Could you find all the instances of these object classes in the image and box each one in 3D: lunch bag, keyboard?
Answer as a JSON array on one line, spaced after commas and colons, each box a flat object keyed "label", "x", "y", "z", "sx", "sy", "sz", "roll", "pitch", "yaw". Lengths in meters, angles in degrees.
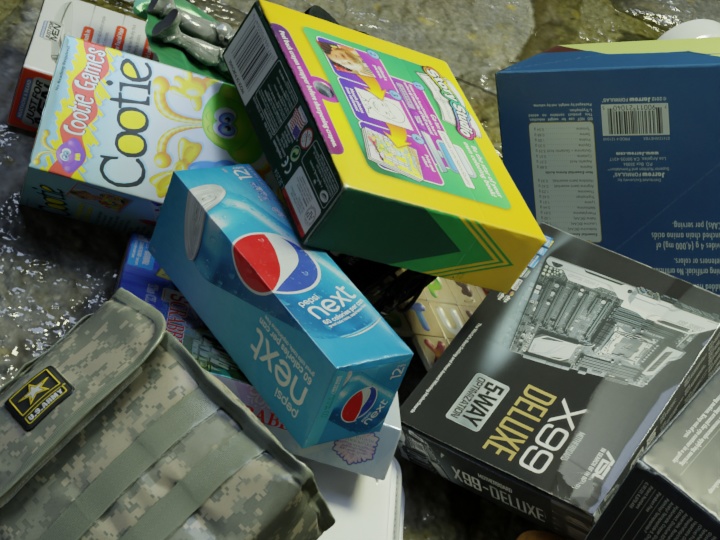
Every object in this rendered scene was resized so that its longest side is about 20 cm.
[{"label": "lunch bag", "x": -0.140, "y": 0.120, "z": 1.085, "sx": 0.164, "sy": 0.118, "sz": 0.200, "roll": -43, "pitch": 67, "yaw": -11}, {"label": "keyboard", "x": 0.000, "y": 0.000, "z": 1.307, "sx": 0.104, "sy": 0.040, "sz": 0.200, "roll": 33, "pitch": 48, "yaw": 24}]

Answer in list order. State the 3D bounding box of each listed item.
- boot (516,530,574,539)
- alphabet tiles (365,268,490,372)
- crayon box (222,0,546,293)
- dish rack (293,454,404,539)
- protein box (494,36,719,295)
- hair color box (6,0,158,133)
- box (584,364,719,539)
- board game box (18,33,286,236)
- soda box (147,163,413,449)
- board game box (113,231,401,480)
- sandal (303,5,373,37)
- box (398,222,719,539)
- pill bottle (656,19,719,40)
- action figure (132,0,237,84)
[{"label": "boot", "x": 0.190, "y": 0.243, "z": 1.206, "sx": 0.200, "sy": 0.071, "sz": 0.144, "roll": 31, "pitch": 21, "yaw": -13}, {"label": "alphabet tiles", "x": 0.047, "y": -0.002, "z": 1.390, "sx": 0.166, "sy": 0.006, "sz": 0.201, "roll": 8, "pitch": 46, "yaw": -45}, {"label": "crayon box", "x": 0.014, "y": -0.085, "z": 1.283, "sx": 0.172, "sy": 0.058, "sz": 0.201, "roll": 15, "pitch": 36, "yaw": -35}, {"label": "dish rack", "x": -0.062, "y": 0.148, "z": 1.205, "sx": 0.199, "sy": 0.044, "sz": 0.172, "roll": 16, "pitch": 38, "yaw": -8}, {"label": "protein box", "x": 0.222, "y": -0.063, "z": 1.402, "sx": 0.197, "sy": 0.201, "sz": 0.135, "roll": 1, "pitch": 15, "yaw": 27}, {"label": "hair color box", "x": -0.167, "y": -0.139, "z": 1.477, "sx": 0.199, "sy": 0.064, "sz": 0.111, "roll": 18, "pitch": 38, "yaw": -11}, {"label": "box", "x": 0.272, "y": 0.154, "z": 1.188, "sx": 0.182, "sy": 0.104, "sz": 0.200, "roll": 38, "pitch": 45, "yaw": 15}, {"label": "board game box", "x": -0.135, "y": -0.081, "z": 1.361, "sx": 0.199, "sy": 0.105, "sz": 0.104, "roll": 15, "pitch": 74, "yaw": -11}, {"label": "soda box", "x": -0.055, "y": 0.018, "z": 1.190, "sx": 0.064, "sy": 0.068, "sz": 0.200, "roll": -9, "pitch": 44, "yaw": -39}, {"label": "board game box", "x": -0.074, "y": 0.053, "z": 1.268, "sx": 0.198, "sy": 0.041, "sz": 0.200, "roll": 17, "pitch": 20, "yaw": -9}, {"label": "sandal", "x": 0.012, "y": -0.134, "z": 1.447, "sx": 0.075, "sy": 0.048, "sz": 0.201, "roll": 22, "pitch": 36, "yaw": -48}, {"label": "box", "x": 0.141, "y": 0.075, "z": 1.283, "sx": 0.157, "sy": 0.050, "sz": 0.200, "roll": 24, "pitch": 58, "yaw": 27}, {"label": "pill bottle", "x": 0.334, "y": -0.129, "z": 1.686, "sx": 0.114, "sy": 0.115, "sz": 0.201, "roll": 2, "pitch": 43, "yaw": -26}, {"label": "action figure", "x": -0.077, "y": -0.153, "z": 1.440, "sx": 0.199, "sy": 0.055, "sz": 0.119, "roll": 27, "pitch": 33, "yaw": -35}]
